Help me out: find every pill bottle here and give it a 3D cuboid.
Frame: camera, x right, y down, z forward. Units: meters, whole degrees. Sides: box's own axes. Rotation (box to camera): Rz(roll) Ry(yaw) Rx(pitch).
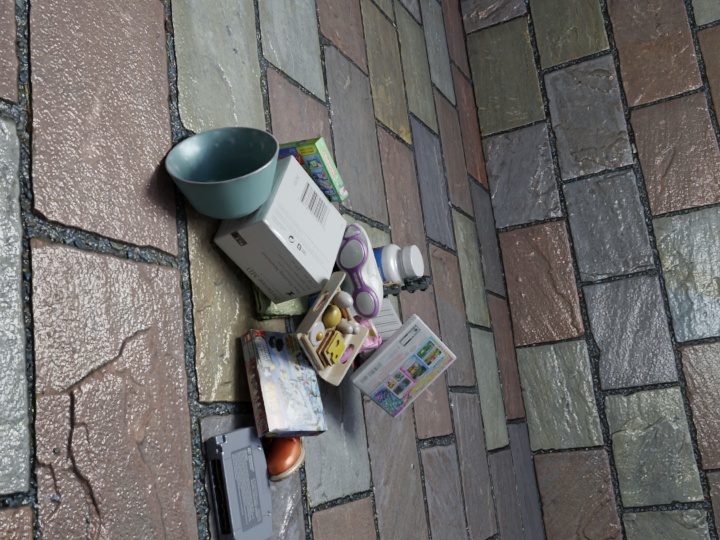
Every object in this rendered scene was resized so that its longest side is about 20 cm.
[{"bbox_3d":[0.050,-0.003,1.856,0.112,0.200,0.112,43,41,-53],"label":"pill bottle"}]

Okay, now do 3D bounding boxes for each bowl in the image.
[{"bbox_3d":[-0.239,-0.165,1.339,0.201,0.200,0.105,-71,162,-50],"label":"bowl"}]

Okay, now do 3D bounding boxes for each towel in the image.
[{"bbox_3d":[-0.166,0.027,1.562,0.200,0.036,0.149,6,74,-65],"label":"towel"}]

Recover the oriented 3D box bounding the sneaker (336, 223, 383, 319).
[{"bbox_3d":[0.000,0.000,1.566,0.100,0.075,0.200,-29,108,-76],"label":"sneaker"}]

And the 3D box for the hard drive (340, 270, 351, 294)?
[{"bbox_3d":[-0.036,0.000,1.699,0.027,0.200,0.132,-25,105,-27],"label":"hard drive"}]

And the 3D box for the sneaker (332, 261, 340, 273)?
[{"bbox_3d":[-0.126,-0.069,1.671,0.078,0.090,0.200,-33,94,-25],"label":"sneaker"}]

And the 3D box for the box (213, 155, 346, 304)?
[{"bbox_3d":[-0.150,-0.078,1.465,0.199,0.131,0.200,49,38,-32],"label":"box"}]

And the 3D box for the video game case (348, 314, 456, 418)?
[{"bbox_3d":[0.096,0.215,1.651,0.182,0.200,0.024,46,0,-40],"label":"video game case"}]

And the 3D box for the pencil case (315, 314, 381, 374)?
[{"bbox_3d":[-0.056,0.160,1.558,0.200,0.083,0.087,-26,94,-20],"label":"pencil case"}]

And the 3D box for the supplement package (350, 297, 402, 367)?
[{"bbox_3d":[0.038,0.159,1.738,0.200,0.109,0.114,-116,-163,-56],"label":"supplement package"}]

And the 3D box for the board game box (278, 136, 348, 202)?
[{"bbox_3d":[-0.134,-0.198,1.541,0.029,0.200,0.135,-52,127,-39],"label":"board game box"}]

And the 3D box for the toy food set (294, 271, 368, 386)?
[{"bbox_3d":[-0.044,0.115,1.436,0.144,0.060,0.200,-59,148,-28],"label":"toy food set"}]

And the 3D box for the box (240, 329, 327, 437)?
[{"bbox_3d":[-0.145,0.213,1.412,0.137,0.040,0.200,11,55,-42],"label":"box"}]

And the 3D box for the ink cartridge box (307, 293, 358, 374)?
[{"bbox_3d":[-0.057,0.148,1.672,0.116,0.067,0.200,-20,97,-85],"label":"ink cartridge box"}]

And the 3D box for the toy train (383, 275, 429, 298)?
[{"bbox_3d":[0.063,0.042,1.777,0.046,0.200,0.034,-108,-170,-58],"label":"toy train"}]

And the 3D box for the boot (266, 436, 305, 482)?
[{"bbox_3d":[-0.152,0.307,1.421,0.200,0.075,0.107,-80,147,-60],"label":"boot"}]

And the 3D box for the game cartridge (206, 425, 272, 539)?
[{"bbox_3d":[-0.206,0.378,1.305,0.133,0.040,0.200,3,76,-62],"label":"game cartridge"}]
